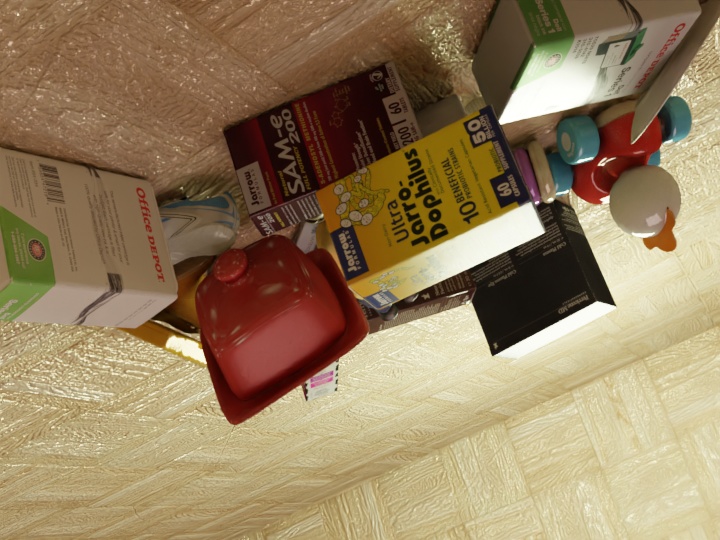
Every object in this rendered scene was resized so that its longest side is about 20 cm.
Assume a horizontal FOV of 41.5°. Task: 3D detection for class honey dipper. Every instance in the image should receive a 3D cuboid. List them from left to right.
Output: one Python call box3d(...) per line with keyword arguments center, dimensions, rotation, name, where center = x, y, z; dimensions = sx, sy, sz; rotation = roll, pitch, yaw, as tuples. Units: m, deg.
box3d(center=(0.179, -0.134, 1.184), dimensions=(0.037, 0.038, 0.201), rotation=(-24, 137, 13), name="honey dipper")

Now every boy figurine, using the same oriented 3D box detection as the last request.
box3d(center=(0.000, 0.000, 1.264), dimensions=(0.124, 0.065, 0.200), rotation=(-43, 139, 7), name="boy figurine")

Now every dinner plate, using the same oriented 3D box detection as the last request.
box3d(center=(0.358, -0.237, 1.081), dimensions=(0.202, 0.024, 0.200), rotation=(-59, 174, -9), name="dinner plate")

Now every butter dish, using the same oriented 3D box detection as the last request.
box3d(center=(-0.118, 0.036, 1.096), dimensions=(0.198, 0.200, 0.149), rotation=(-33, 128, 1), name="butter dish")

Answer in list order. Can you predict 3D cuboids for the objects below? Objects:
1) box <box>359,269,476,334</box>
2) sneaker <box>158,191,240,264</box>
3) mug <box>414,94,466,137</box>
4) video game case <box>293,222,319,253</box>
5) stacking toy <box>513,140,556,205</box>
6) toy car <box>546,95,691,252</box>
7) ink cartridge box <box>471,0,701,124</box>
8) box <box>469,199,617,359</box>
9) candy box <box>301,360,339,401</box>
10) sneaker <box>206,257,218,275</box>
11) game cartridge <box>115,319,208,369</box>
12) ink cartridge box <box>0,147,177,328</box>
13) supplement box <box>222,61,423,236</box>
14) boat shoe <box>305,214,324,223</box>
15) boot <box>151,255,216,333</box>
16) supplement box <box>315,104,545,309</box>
box3d(center=(0.070, 0.022, 1.477), dimensions=(0.196, 0.102, 0.075), rotation=(-17, 159, -10), name="box")
box3d(center=(-0.230, -0.044, 1.102), dimensions=(0.195, 0.074, 0.073), rotation=(-10, 138, 13), name="sneaker")
box3d(center=(0.063, -0.097, 1.110), dimensions=(0.150, 0.152, 0.188), rotation=(-16, 143, 3), name="mug")
box3d(center=(0.003, -0.027, 1.322), dimensions=(0.195, 0.024, 0.182), rotation=(6, 152, -14), name="video game case")
box3d(center=(0.160, -0.105, 1.287), dimensions=(0.196, 0.087, 0.085), rotation=(-18, 160, 9), name="stacking toy")
box3d(center=(0.366, -0.106, 1.287), dimensions=(0.180, 0.204, 0.178), rotation=(-12, 158, -17), name="toy car")
box3d(center=(0.233, -0.243, 0.997), dimensions=(0.196, 0.086, 0.147), rotation=(-14, 159, -14), name="ink cartridge box")
box3d(center=(0.280, 0.018, 1.537), dimensions=(0.198, 0.185, 0.103), rotation=(-30, 157, 27), name="box")
box3d(center=(-0.081, 0.111, 1.503), dimensions=(0.060, 0.139, 0.201), rotation=(-17, 160, -8), name="candy box")
box3d(center=(-0.118, 0.024, 1.316), dimensions=(0.195, 0.078, 0.081), rotation=(7, 161, -16), name="sneaker")
box3d(center=(-0.277, 0.079, 1.251), dimensions=(0.173, 0.033, 0.200), rotation=(21, 170, 21), name="game cartridge")
box3d(center=(-0.296, -0.027, 0.959), dimensions=(0.083, 0.148, 0.198), rotation=(-31, 156, 31), name="ink cartridge box")
box3d(center=(-0.035, -0.128, 1.004), dimensions=(0.196, 0.111, 0.061), rotation=(-22, 160, 3), name="supplement box")
box3d(center=(-0.058, -0.089, 1.127), dimensions=(0.075, 0.073, 0.198), rotation=(-33, 155, 32), name="boat shoe")
box3d(center=(-0.207, 0.020, 1.214), dimensions=(0.199, 0.072, 0.143), rotation=(-21, 142, 37), name="boot")
box3d(center=(0.072, -0.059, 0.960), dimensions=(0.197, 0.111, 0.109), rotation=(-25, 159, 11), name="supplement box")
